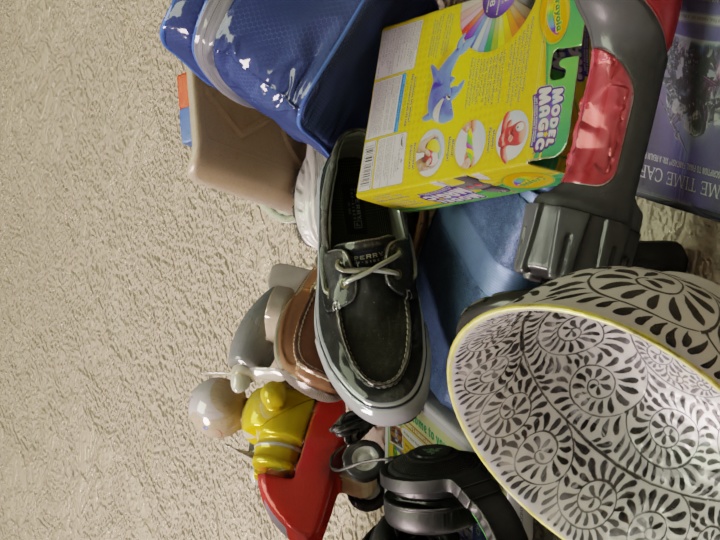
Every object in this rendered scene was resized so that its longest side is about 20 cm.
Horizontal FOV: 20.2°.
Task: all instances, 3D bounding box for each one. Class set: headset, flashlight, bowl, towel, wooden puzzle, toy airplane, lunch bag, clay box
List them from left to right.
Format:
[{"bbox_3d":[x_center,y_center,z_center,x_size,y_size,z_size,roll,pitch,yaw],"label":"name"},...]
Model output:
[{"bbox_3d":[-0.082,-0.146,1.521,0.046,0.185,0.201,-11,74,33],"label":"wooden puzzle"},{"bbox_3d":[-0.057,0.083,1.484,0.199,0.141,0.201,-95,-1,-72],"label":"toy airplane"},{"bbox_3d":[-0.042,-0.167,1.331,0.136,0.132,0.200,-57,-13,-2],"label":"lunch bag"},{"bbox_3d":[0.049,0.153,1.252,0.200,0.094,0.124,45,135,37],"label":"headset"},{"bbox_3d":[0.078,-0.103,1.197,0.200,0.048,0.115,-7,71,55],"label":"clay box"},{"bbox_3d":[0.084,-0.013,1.281,0.112,0.048,0.200,-115,35,-46],"label":"towel"},{"bbox_3d":[0.126,-0.090,1.071,0.068,0.068,0.201,13,84,30],"label":"flashlight"},{"bbox_3d":[0.152,0.063,1.017,0.094,0.201,0.201,-49,3,-31],"label":"bowl"}]

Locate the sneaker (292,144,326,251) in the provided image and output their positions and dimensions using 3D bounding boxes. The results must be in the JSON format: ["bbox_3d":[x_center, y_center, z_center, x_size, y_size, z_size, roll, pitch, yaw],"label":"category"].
[{"bbox_3d":[-0.010,-0.115,1.495,0.079,0.074,0.201,-20,75,53],"label":"sneaker"}]

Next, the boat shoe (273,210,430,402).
[{"bbox_3d":[-0.003,0.006,1.358,0.200,0.076,0.072,-67,0,-48],"label":"boat shoe"}]

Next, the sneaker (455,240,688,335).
[{"bbox_3d":[0.117,0.043,1.160,0.200,0.075,0.080,-31,65,60],"label":"sneaker"}]

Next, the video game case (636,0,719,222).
[{"bbox_3d":[0.190,-0.131,1.080,0.143,0.019,0.201,-153,66,-65],"label":"video game case"}]

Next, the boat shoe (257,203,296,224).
[{"bbox_3d":[-0.070,-0.118,1.639,0.072,0.061,0.202,-28,62,12],"label":"boat shoe"}]

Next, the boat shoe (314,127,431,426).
[{"bbox_3d":[0.000,0.000,1.281,0.071,0.072,0.200,89,170,-59],"label":"boat shoe"}]

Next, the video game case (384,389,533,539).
[{"bbox_3d":[0.061,0.180,1.325,0.200,0.022,0.183,-141,48,-63],"label":"video game case"}]
